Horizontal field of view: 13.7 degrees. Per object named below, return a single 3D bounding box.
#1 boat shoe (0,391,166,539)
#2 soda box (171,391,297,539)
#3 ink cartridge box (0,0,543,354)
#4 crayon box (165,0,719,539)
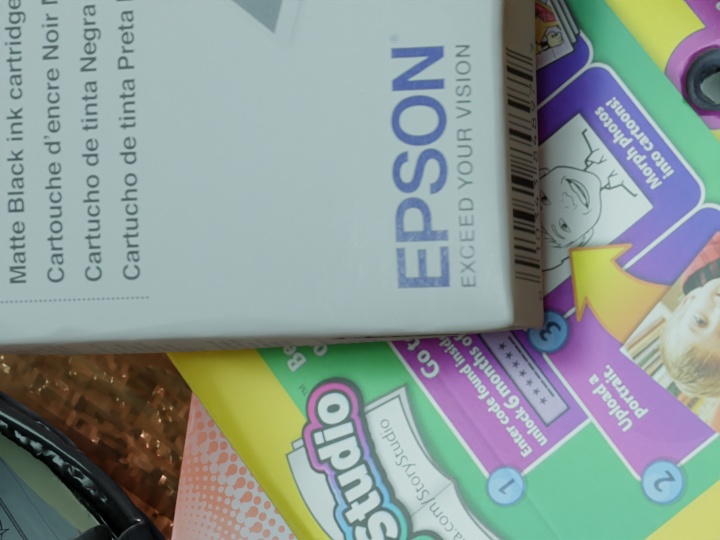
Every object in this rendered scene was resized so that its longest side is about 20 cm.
[{"bbox_3d":[-0.086,0.092,0.844,0.074,0.066,0.199,-26,49,-14],"label":"boat shoe"},{"bbox_3d":[0.000,0.000,0.847,0.068,0.064,0.200,2,79,27],"label":"soda box"},{"bbox_3d":[-0.056,-0.080,0.743,0.200,0.041,0.200,-3,87,16],"label":"ink cartridge box"},{"bbox_3d":[0.044,0.002,0.764,0.172,0.058,0.200,-39,70,9],"label":"crayon box"}]
